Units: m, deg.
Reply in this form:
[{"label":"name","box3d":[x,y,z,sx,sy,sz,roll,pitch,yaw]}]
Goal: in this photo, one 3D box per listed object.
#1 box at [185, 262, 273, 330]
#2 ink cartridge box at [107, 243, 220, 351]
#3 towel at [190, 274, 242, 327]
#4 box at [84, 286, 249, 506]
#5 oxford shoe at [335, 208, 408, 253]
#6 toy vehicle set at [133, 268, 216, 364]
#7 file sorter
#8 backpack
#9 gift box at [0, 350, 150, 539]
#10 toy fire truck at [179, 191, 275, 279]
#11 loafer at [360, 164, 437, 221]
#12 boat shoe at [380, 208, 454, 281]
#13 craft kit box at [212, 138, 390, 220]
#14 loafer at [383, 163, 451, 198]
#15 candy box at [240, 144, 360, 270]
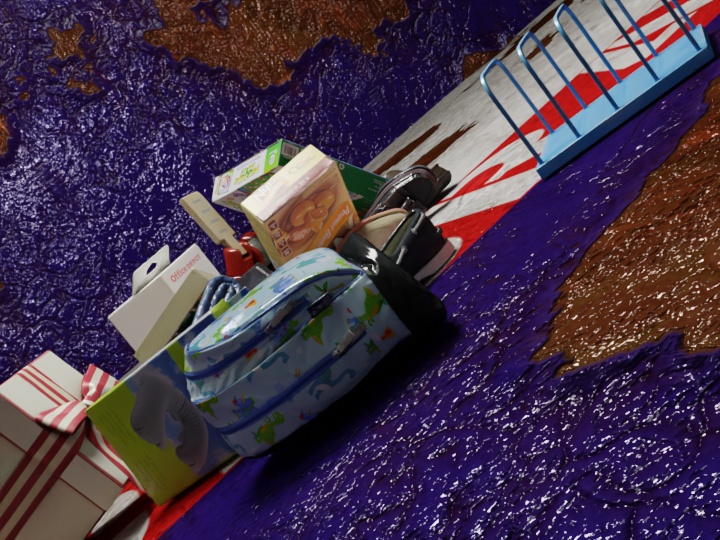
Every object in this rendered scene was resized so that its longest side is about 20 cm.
[{"label":"box","box3d":[-0.179,0.097,1.279,0.143,0.036,0.201,-46,-13,-40]},{"label":"ink cartridge box","box3d":[-0.265,0.071,1.493,0.125,0.201,0.129,-35,8,25]},{"label":"towel","box3d":[-0.167,0.109,1.057,0.112,0.048,0.202,-81,10,-53]},{"label":"box","box3d":[-0.151,0.122,0.948,0.199,0.122,0.048,-37,4,20]},{"label":"oxford shoe","box3d":[0.000,0.000,1.211,0.200,0.071,0.074,-41,34,-16]},{"label":"toy vehicle set","box3d":[-0.204,0.066,1.247,0.125,0.026,0.200,-56,-11,0]},{"label":"file sorter","box3d":[0.237,-0.216,1.017,0.199,0.123,0.139,-35,9,26]},{"label":"backpack","box3d":[-0.047,0.060,0.816,0.201,0.153,0.163,-52,14,2]},{"label":"gift box","box3d":[-0.318,0.210,1.063,0.188,0.199,0.185,-54,9,9]},{"label":"toy fire truck","box3d":[-0.170,-0.024,1.445,0.127,0.203,0.176,-1,21,17]},{"label":"loafer","box3d":[0.032,-0.056,1.357,0.200,0.072,0.063,-43,25,24]},{"label":"boat shoe","box3d":[0.020,0.011,0.990,0.075,0.061,0.200,-32,11,45]},{"label":"craft kit box","box3d":[-0.081,-0.111,1.421,0.197,0.198,0.049,-15,63,55]},{"label":"loafer","box3d":[0.060,-0.116,1.486,0.073,0.072,0.199,-44,9,-33]},{"label":"candy box","box3d":[-0.059,-0.042,1.233,0.115,0.201,0.055,-41,50,-14]}]
